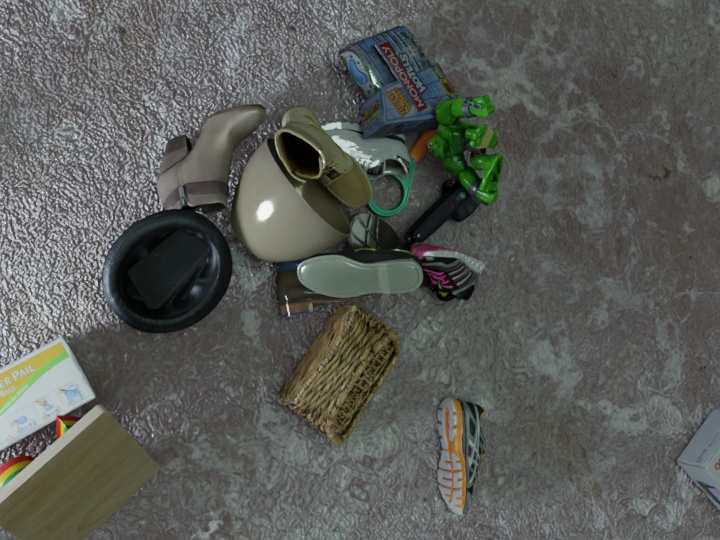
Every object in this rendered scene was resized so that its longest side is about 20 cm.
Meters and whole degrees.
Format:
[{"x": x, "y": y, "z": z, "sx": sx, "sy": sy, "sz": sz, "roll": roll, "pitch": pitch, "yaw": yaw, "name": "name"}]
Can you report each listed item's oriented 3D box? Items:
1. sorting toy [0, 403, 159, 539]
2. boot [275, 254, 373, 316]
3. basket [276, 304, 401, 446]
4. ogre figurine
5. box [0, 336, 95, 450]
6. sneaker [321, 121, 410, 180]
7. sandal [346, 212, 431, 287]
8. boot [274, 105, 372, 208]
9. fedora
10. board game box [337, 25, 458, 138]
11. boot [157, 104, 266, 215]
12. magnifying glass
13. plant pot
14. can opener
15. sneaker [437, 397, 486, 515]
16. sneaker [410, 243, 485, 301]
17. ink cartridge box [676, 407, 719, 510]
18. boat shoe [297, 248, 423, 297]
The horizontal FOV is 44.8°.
[{"x": -0.418, "y": 0.294, "z": 1.255, "sx": 0.200, "sy": 0.199, "sz": 0.069, "roll": -42, "pitch": 56, "yaw": -17, "name": "sorting toy"}, {"x": -0.046, "y": 0.007, "z": 1.446, "sx": 0.198, "sy": 0.075, "sz": 0.098, "roll": -15, "pitch": 94, "yaw": -9, "name": "boot"}, {"x": -0.015, "y": 0.174, "z": 1.421, "sx": 0.149, "sy": 0.143, "sz": 0.201, "roll": 39, "pitch": 75, "yaw": -13, "name": "basket"}, {"x": 0.177, "y": -0.209, "z": 1.459, "sx": 0.098, "sy": 0.120, "sz": 0.200, "roll": -49, "pitch": 139, "yaw": -11, "name": "ogre figurine"}, {"x": -0.497, "y": 0.187, "z": 1.262, "sx": 0.199, "sy": 0.112, "sz": 0.102, "roll": -29, "pitch": 95, "yaw": -18, "name": "box"}, {"x": -0.010, "y": -0.195, "z": 1.469, "sx": 0.198, "sy": 0.077, "sz": 0.081, "roll": -1, "pitch": 61, "yaw": -16, "name": "sneaker"}, {"x": 0.049, "y": -0.032, "z": 1.510, "sx": 0.199, "sy": 0.054, "sz": 0.082, "roll": 26, "pitch": 84, "yaw": -31, "name": "sandal"}, {"x": -0.056, "y": -0.160, "z": 1.367, "sx": 0.073, "sy": 0.156, "sz": 0.200, "roll": -35, "pitch": 107, "yaw": 14, "name": "boot"}, {"x": -0.300, "y": -0.004, "z": 1.350, "sx": 0.199, "sy": 0.092, "sz": 0.202, "roll": -4, "pitch": 103, "yaw": -18, "name": "fedora"}, {"x": 0.059, "y": -0.310, "z": 1.478, "sx": 0.199, "sy": 0.062, "sz": 0.201, "roll": -34, "pitch": 93, "yaw": -42, "name": "board game box"}, {"x": -0.227, "y": -0.162, "z": 1.363, "sx": 0.199, "sy": 0.070, "sz": 0.147, "roll": -22, "pitch": 62, "yaw": 15, "name": "boot"}, {"x": 0.078, "y": -0.180, "z": 1.543, "sx": 0.079, "sy": 0.022, "sz": 0.201, "roll": 40, "pitch": 74, "yaw": -12, "name": "magnifying glass"}, {"x": -0.128, "y": -0.091, "z": 1.389, "sx": 0.134, "sy": 0.200, "sz": 0.200, "roll": -40, "pitch": 101, "yaw": 12, "name": "plant pot"}, {"x": 0.148, "y": -0.107, "z": 1.520, "sx": 0.079, "sy": 0.063, "sz": 0.200, "roll": 52, "pitch": 53, "yaw": -4, "name": "can opener"}, {"x": 0.183, "y": 0.323, "z": 1.521, "sx": 0.077, "sy": 0.078, "sz": 0.202, "roll": 3, "pitch": 87, "yaw": -29, "name": "sneaker"}, {"x": 0.147, "y": 0.008, "z": 1.498, "sx": 0.199, "sy": 0.073, "sz": 0.088, "roll": 15, "pitch": 89, "yaw": -55, "name": "sneaker"}, {"x": 0.740, "y": 0.390, "z": 1.711, "sx": 0.200, "sy": 0.087, "sz": 0.145, "roll": 46, "pitch": 73, "yaw": -13, "name": "ink cartridge box"}, {"x": 0.000, "y": 0.000, "z": 1.402, "sx": 0.199, "sy": 0.061, "sz": 0.072, "roll": 2, "pitch": 114, "yaw": 3, "name": "boat shoe"}]
